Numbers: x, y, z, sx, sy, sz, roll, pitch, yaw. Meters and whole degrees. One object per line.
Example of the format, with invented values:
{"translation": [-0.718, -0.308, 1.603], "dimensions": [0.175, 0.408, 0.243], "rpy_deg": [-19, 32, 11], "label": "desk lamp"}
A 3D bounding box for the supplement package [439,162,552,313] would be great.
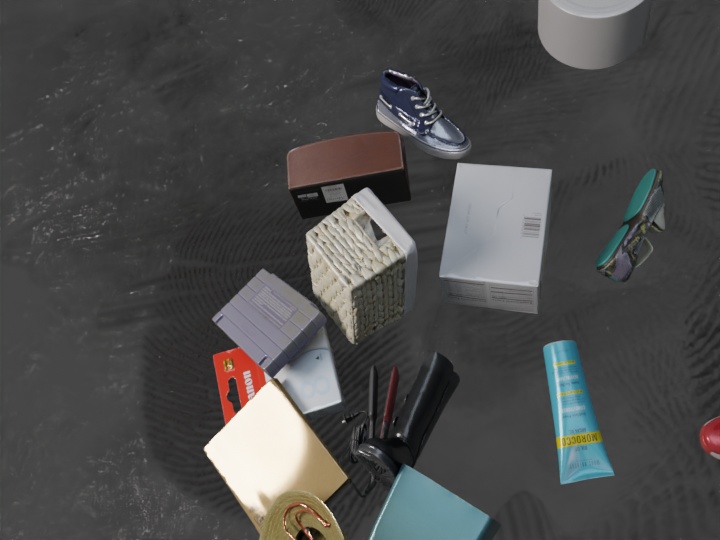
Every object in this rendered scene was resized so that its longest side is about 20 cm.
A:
{"translation": [0.219, -0.052, 1.346], "dimensions": [0.153, 0.111, 0.203], "rpy_deg": [6, 68, 14], "label": "supplement package"}

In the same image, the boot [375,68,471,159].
{"translation": [0.108, -0.272, 1.471], "dimensions": [0.198, 0.091, 0.073], "rpy_deg": [30, 55, 22], "label": "boot"}

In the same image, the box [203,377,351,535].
{"translation": [-0.129, 0.292, 1.282], "dimensions": [0.163, 0.021, 0.200], "rpy_deg": [-45, 66, 7], "label": "box"}

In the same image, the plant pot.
{"translation": [0.080, 0.396, 1.161], "dimensions": [0.140, 0.141, 0.202], "rpy_deg": [27, 80, 21], "label": "plant pot"}

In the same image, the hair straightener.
{"translation": [0.009, 0.243, 1.299], "dimensions": [0.076, 0.041, 0.203], "rpy_deg": [5, 71, 13], "label": "hair straightener"}

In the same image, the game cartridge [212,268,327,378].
{"translation": [-0.147, 0.079, 1.359], "dimensions": [0.129, 0.039, 0.199], "rpy_deg": [-42, 38, -12], "label": "game cartridge"}

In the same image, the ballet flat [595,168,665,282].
{"translation": [0.442, -0.065, 1.343], "dimensions": [0.071, 0.072, 0.202], "rpy_deg": [27, 74, 21], "label": "ballet flat"}

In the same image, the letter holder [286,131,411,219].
{"translation": [-0.021, -0.190, 1.463], "dimensions": [0.197, 0.101, 0.144], "rpy_deg": [-9, 62, 7], "label": "letter holder"}

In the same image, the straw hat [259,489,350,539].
{"translation": [-0.054, 0.409, 1.198], "dimensions": [0.199, 0.084, 0.205], "rpy_deg": [-3, 85, 40], "label": "straw hat"}

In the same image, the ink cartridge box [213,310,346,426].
{"translation": [-0.135, 0.170, 1.350], "dimensions": [0.197, 0.047, 0.162], "rpy_deg": [-17, 63, 1], "label": "ink cartridge box"}

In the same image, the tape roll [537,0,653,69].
{"translation": [0.412, -0.478, 1.488], "dimensions": [0.199, 0.140, 0.206], "rpy_deg": [-5, 64, 10], "label": "tape roll"}

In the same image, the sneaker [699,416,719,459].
{"translation": [0.573, 0.213, 1.154], "dimensions": [0.196, 0.116, 0.080], "rpy_deg": [-7, 64, 8], "label": "sneaker"}

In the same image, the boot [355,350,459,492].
{"translation": [0.075, 0.206, 1.220], "dimensions": [0.065, 0.165, 0.201], "rpy_deg": [25, 69, 21], "label": "boot"}

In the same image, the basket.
{"translation": [0.000, 0.000, 1.297], "dimensions": [0.122, 0.201, 0.136], "rpy_deg": [-32, 64, -17], "label": "basket"}

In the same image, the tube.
{"translation": [0.314, 0.207, 1.251], "dimensions": [0.076, 0.050, 0.203], "rpy_deg": [-13, 69, 13], "label": "tube"}
